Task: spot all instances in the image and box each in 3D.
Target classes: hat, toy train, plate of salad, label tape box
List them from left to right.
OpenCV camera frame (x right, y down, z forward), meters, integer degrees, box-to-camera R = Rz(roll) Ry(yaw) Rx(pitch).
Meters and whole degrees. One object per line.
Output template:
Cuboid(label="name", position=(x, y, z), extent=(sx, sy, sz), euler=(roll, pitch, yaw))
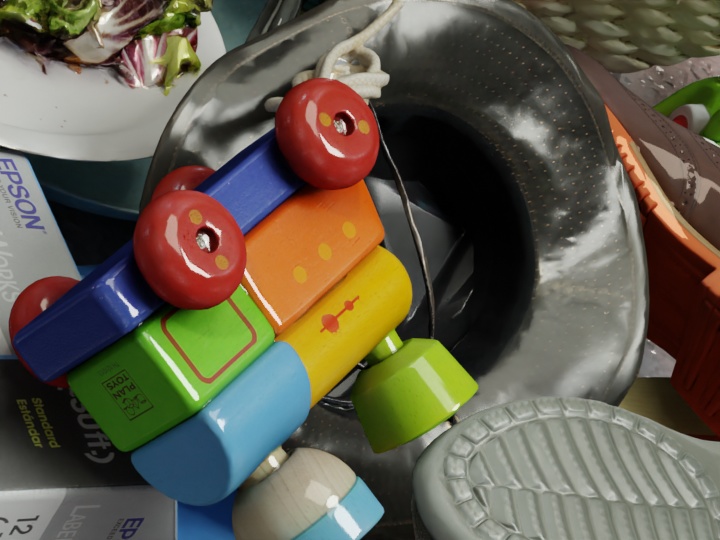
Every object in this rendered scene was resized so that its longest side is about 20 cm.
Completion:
Cuboid(label="label tape box", position=(-0.122, 0.030, 0.823), extent=(0.200, 0.066, 0.143), euler=(-1, 48, -36))
Cuboid(label="plate of salad", position=(-0.131, -0.112, 0.922), extent=(0.200, 0.048, 0.200), euler=(23, 32, -15))
Cuboid(label="toy train", position=(-0.004, 0.003, 0.813), extent=(0.116, 0.085, 0.200), euler=(54, 46, -6))
Cuboid(label="hat", position=(0.000, 0.000, 0.918), extent=(0.200, 0.081, 0.201), euler=(3, 83, -30))

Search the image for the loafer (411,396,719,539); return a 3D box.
Cuboid(label="loafer", position=(0.093, 0.092, 0.858), extent=(0.200, 0.070, 0.075), euler=(10, 48, -34))

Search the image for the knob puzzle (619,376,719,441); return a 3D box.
Cuboid(label="knob puzzle", position=(0.157, 0.116, 0.962), extent=(0.219, 0.030, 0.220), euler=(20, 37, -16))

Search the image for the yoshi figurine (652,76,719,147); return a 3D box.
Cuboid(label="yoshi figurine", position=(0.174, -0.040, 1.095), extent=(0.112, 0.112, 0.200), euler=(44, 42, 0))

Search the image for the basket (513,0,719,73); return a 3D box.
Cuboid(label="basket", position=(0.099, -0.159, 1.036), extent=(0.200, 0.135, 0.124), euler=(13, 70, -55))

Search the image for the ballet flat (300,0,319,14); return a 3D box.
Cuboid(label="ballet flat", position=(-0.045, -0.176, 1.131), extent=(0.200, 0.067, 0.067), euler=(46, 16, 20))

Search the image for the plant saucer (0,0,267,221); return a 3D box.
Cuboid(label="plant saucer", position=(-0.105, -0.079, 0.986), extent=(0.201, 0.039, 0.201), euler=(21, 37, -17))

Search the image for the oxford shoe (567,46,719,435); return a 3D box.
Cuboid(label="oxford shoe", position=(0.124, -0.014, 0.991), extent=(0.072, 0.071, 0.200), euler=(-19, 58, -28))

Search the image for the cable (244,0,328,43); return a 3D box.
Cuboid(label="cable", position=(-0.021, -0.120, 1.026), extent=(0.097, 0.050, 0.200), euler=(-8, 56, -13))
